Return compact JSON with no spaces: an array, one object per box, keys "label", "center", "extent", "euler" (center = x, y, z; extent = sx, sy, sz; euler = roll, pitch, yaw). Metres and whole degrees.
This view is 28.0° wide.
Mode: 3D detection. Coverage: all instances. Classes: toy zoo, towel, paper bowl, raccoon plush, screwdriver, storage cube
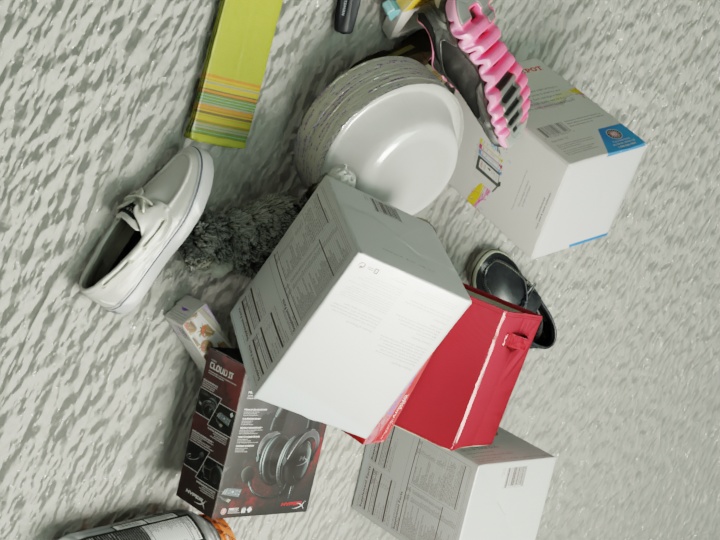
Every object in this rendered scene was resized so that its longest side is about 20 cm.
[{"label":"toy zoo","center":[0.106,-0.330,1.691],"extent":[0.199,0.131,0.021],"euler":[-25,78,-33]},{"label":"towel","center":[-0.135,-0.235,1.579],"extent":[0.086,0.018,0.201],"euler":[6,102,-49]},{"label":"paper bowl","center":[0.032,-0.137,1.666],"extent":[0.200,0.104,0.201],"euler":[-24,140,-22]},{"label":"raccoon plush","center":[-0.117,-0.065,1.589],"extent":[0.134,0.097,0.200],"euler":[14,121,-44]},{"label":"screwdriver","center":[0.001,-0.366,1.632],"extent":[0.028,0.029,0.201],"euler":[-1,113,-42]},{"label":"storage cube","center":[0.097,0.104,1.778],"extent":[0.181,0.199,0.171],"euler":[-68,159,5]}]

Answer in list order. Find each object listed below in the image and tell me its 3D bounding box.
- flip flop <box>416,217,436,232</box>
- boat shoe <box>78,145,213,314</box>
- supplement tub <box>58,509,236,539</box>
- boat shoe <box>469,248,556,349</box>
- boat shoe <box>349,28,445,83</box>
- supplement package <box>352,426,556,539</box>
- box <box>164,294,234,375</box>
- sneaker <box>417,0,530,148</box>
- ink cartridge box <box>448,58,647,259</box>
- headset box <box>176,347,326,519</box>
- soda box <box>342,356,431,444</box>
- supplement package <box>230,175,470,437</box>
[{"label":"flip flop","center":[0.000,0.000,1.701],"extent":[0.199,0.082,0.057],"euler":[-28,168,21]},{"label":"boat shoe","center":[-0.230,-0.051,1.534],"extent":[0.201,0.072,0.066],"euler":[-55,139,1]},{"label":"supplement tub","center":[-0.244,0.342,1.644],"extent":[0.199,0.122,0.123],"euler":[-5,111,-40]},{"label":"boat shoe","center":[0.213,0.042,1.974],"extent":[0.075,0.062,0.200],"euler":[-49,131,-13]},{"label":"boat shoe","center":[0.073,-0.238,1.734],"extent":[0.199,0.072,0.077],"euler":[-23,129,-21]},{"label":"supplement package","center":[0.120,0.278,1.888],"extent":[0.151,0.199,0.152],"euler":[2,107,-42]},{"label":"box","center":[-0.162,0.112,1.680],"extent":[0.039,0.041,0.201],"euler":[-44,130,-20]},{"label":"sneaker","center":[0.126,-0.232,1.660],"extent":[0.079,0.095,0.201],"euler":[-41,117,-39]},{"label":"ink cartridge box","center":[0.215,-0.141,1.781],"extent":[0.147,0.200,0.145],"euler":[-17,138,-37]},{"label":"headset box","center":[-0.115,0.176,1.666],"extent":[0.148,0.077,0.201],"euler":[6,103,-45]},{"label":"soda box","center":[0.038,0.100,1.672],"extent":[0.201,0.063,0.070],"euler":[-63,158,8]},{"label":"supplement package","center":[-0.016,0.040,1.546],"extent":[0.151,0.151,0.200],"euler":[23,115,-30]}]
